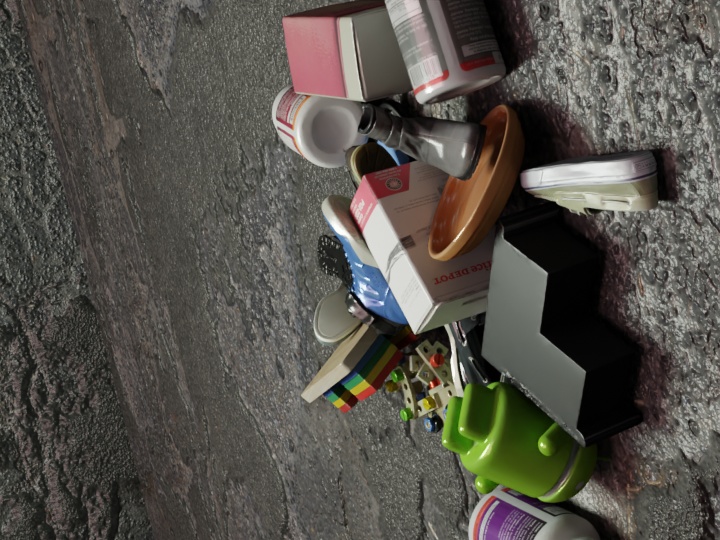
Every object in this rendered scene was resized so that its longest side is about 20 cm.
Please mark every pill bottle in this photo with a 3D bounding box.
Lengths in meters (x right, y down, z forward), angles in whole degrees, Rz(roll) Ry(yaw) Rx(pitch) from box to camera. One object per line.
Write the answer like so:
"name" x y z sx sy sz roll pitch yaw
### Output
"pill bottle" -0.063 -0.217 1.926 0.200 0.109 0.111 -139 37 -69
"pill bottle" 0.233 0.356 1.717 0.200 0.112 0.114 16 120 61
"pill bottle" 0.091 -0.309 1.579 0.114 0.113 0.202 -19 88 64

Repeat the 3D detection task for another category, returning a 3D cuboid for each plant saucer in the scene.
"plant saucer" 0.142 -0.100 1.588 0.201 0.037 0.200 -62 11 20

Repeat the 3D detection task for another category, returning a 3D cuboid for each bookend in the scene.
"bookend" 0.241 0.058 1.538 0.199 0.091 0.202 42 140 44

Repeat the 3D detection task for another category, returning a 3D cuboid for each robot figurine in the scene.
"robot figurine" 0.201 0.210 1.622 0.176 0.199 0.116 -47 24 50

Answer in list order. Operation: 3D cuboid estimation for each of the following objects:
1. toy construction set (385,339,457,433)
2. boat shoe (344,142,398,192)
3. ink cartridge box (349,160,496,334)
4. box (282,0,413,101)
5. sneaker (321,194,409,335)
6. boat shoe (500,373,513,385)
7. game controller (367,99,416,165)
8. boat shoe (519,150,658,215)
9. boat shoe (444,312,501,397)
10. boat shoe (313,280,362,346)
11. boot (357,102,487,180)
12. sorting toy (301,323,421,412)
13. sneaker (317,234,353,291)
"toy construction set" 0.103 0.160 1.892 0.200 0.091 0.132 127 122 -72
"boat shoe" 0.045 -0.093 1.825 0.201 0.073 0.065 60 167 -22
"ink cartridge box" 0.096 -0.036 1.704 0.201 0.145 0.085 61 151 23
"box" 0.001 -0.293 1.753 0.200 0.127 0.110 18 121 59
"sneaker" 0.000 0.001 1.775 0.200 0.077 0.111 45 125 -2
"boat shoe" 0.200 0.180 1.718 0.072 0.070 0.202 42 141 46
"game controller" 0.043 -0.146 1.861 0.105 0.042 0.201 60 152 25
"boat shoe" 0.246 -0.091 1.457 0.199 0.071 0.063 1 105 60
"boat shoe" 0.150 0.075 1.764 0.066 0.074 0.201 -7 92 35
"boat shoe" -0.019 0.059 1.977 0.072 0.200 0.062 14 127 10
"boot" 0.067 -0.161 1.604 0.200 0.131 0.070 -172 99 -74
"sorting toy" 0.023 0.107 1.913 0.069 0.199 0.200 40 154 -2
"sneaker" 0.013 -0.011 1.937 0.200 0.087 0.076 -138 47 -58
